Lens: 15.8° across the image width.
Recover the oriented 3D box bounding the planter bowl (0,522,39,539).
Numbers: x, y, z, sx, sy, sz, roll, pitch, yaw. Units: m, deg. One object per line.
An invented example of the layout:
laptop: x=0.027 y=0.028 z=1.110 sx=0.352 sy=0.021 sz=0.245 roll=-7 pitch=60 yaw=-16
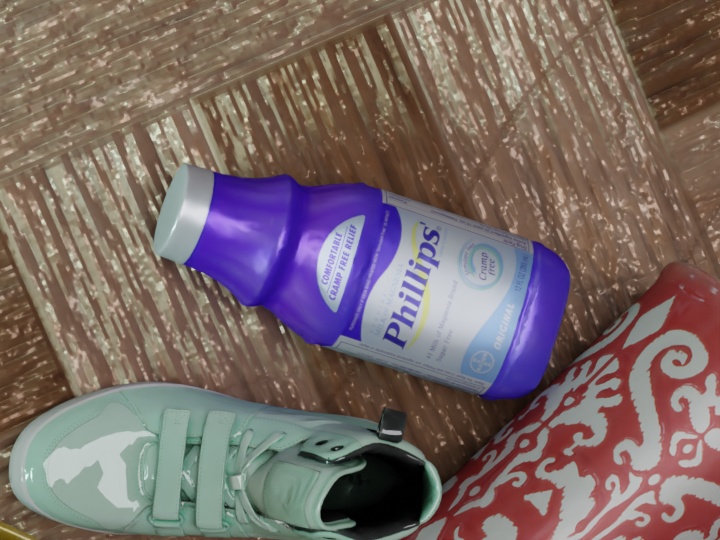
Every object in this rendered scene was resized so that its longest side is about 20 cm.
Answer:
planter bowl: x=-0.205 y=0.208 z=1.193 sx=0.200 sy=0.083 sz=0.201 roll=0 pitch=89 yaw=-15

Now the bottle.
bottle: x=0.000 y=0.000 z=1.264 sx=0.200 sy=0.065 sz=0.084 roll=19 pitch=85 yaw=-15

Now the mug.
mug: x=0.136 y=0.125 z=1.271 sx=0.200 sy=0.133 sz=0.178 roll=-39 pitch=98 yaw=-10

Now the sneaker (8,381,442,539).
sneaker: x=-0.060 y=0.092 z=1.219 sx=0.200 sy=0.118 sz=0.074 roll=1 pitch=90 yaw=-15
